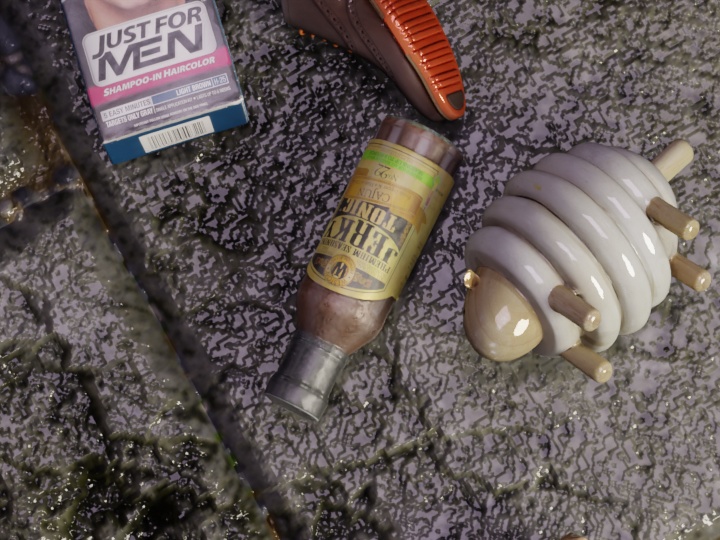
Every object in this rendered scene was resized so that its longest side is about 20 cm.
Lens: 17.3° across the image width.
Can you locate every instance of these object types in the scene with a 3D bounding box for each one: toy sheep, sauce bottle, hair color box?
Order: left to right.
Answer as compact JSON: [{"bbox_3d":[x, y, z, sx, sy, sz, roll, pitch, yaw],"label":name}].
[{"bbox_3d":[-0.149,-0.183,1.569,0.099,0.061,0.202,-17,79,-2],"label":"hair color box"},{"bbox_3d":[0.000,0.000,1.529,0.064,0.065,0.201,24,80,6],"label":"sauce bottle"},{"bbox_3d":[0.142,-0.013,1.497,0.200,0.138,0.138,-38,80,-20],"label":"toy sheep"}]

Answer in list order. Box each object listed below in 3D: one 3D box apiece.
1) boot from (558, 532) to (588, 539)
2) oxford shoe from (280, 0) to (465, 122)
[{"bbox_3d":[0.078,0.242,1.438,0.066,0.175,0.201,34,84,33],"label":"boot"},{"bbox_3d":[-0.005,-0.172,1.571,0.072,0.071,0.201,-39,82,22],"label":"oxford shoe"}]
